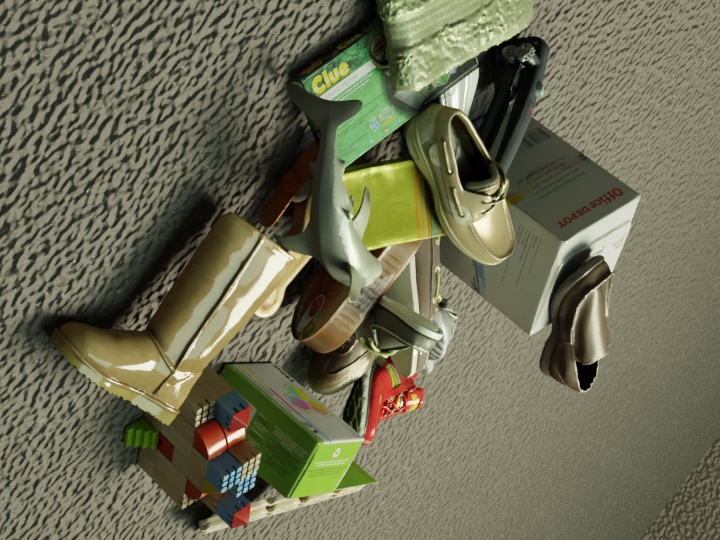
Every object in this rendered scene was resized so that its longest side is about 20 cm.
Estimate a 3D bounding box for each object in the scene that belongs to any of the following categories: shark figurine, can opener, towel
[{"bbox_3d":[-0.040,-0.055,1.540,0.129,0.088,0.217,-66,149,-54],"label":"shark figurine"},{"bbox_3d":[0.162,-0.174,1.777,0.079,0.063,0.201,67,32,-44],"label":"can opener"},{"bbox_3d":[0.038,-0.069,1.665,0.199,0.018,0.087,-13,100,-42],"label":"towel"},{"bbox_3d":[0.094,-0.270,1.597,0.199,0.036,0.150,-32,124,-30],"label":"towel"}]

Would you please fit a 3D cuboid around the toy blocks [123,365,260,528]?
[{"bbox_3d":[-0.160,0.180,1.696,0.099,0.136,0.202,-28,145,-37],"label":"toy blocks"}]

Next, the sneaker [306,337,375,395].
[{"bbox_3d":[0.000,0.048,1.888,0.200,0.070,0.076,-48,136,-16],"label":"sneaker"}]

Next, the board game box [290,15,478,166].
[{"bbox_3d":[0.027,-0.192,1.608,0.199,0.023,0.106,-38,125,-25],"label":"board game box"}]

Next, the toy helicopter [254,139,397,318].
[{"bbox_3d":[-0.056,-0.041,1.647,0.201,0.078,0.133,-52,135,-21],"label":"toy helicopter"}]

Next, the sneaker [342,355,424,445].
[{"bbox_3d":[0.033,0.143,1.938,0.200,0.084,0.078,-67,178,-62],"label":"sneaker"}]

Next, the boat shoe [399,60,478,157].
[{"bbox_3d":[0.073,-0.149,1.742,0.071,0.070,0.203,-26,139,-33],"label":"boat shoe"}]

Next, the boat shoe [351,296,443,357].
[{"bbox_3d":[0.025,0.060,1.761,0.072,0.201,0.061,30,89,-26],"label":"boat shoe"}]

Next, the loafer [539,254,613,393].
[{"bbox_3d":[0.253,0.062,1.834,0.073,0.071,0.201,-36,151,-26],"label":"loafer"}]

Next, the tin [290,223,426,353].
[{"bbox_3d":[0.000,0.000,1.751,0.201,0.042,0.112,-51,-161,12],"label":"tin"}]

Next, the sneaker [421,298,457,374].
[{"bbox_3d":[0.080,0.062,1.999,0.083,0.074,0.200,-59,177,-13],"label":"sneaker"}]

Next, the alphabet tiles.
[{"bbox_3d":[-0.091,0.274,1.929,0.198,0.015,0.196,-14,169,-9],"label":"alphabet tiles"}]

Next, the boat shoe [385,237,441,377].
[{"bbox_3d":[0.061,0.017,1.838,0.059,0.072,0.203,-10,101,-31],"label":"boat shoe"}]

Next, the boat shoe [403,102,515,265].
[{"bbox_3d":[0.114,-0.084,1.680,0.072,0.065,0.201,-48,124,-28],"label":"boat shoe"}]

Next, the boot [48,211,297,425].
[{"bbox_3d":[-0.174,0.027,1.541,0.201,0.066,0.175,-53,139,0],"label":"boot"}]

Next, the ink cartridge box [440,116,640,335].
[{"bbox_3d":[0.183,-0.059,1.871,0.146,0.200,0.146,-27,145,-38],"label":"ink cartridge box"}]

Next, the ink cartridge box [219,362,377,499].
[{"bbox_3d":[-0.063,0.172,1.832,0.199,0.147,0.076,3,121,-60],"label":"ink cartridge box"}]
